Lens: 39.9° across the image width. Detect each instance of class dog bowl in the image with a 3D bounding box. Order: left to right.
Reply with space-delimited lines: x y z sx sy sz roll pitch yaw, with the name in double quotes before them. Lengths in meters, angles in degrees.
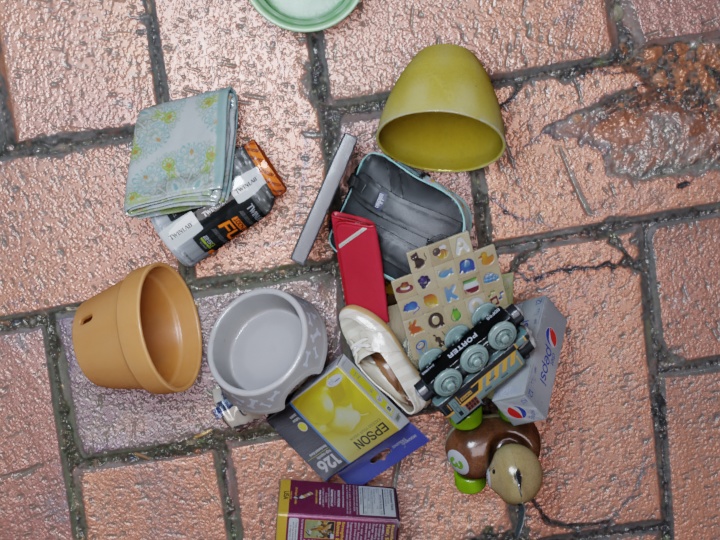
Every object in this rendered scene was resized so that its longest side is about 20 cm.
"dog bowl" -0.152 0.119 1.550 0.197 0.059 0.203 -10 62 19

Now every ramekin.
"ramekin" -0.086 -0.462 1.509 0.196 0.098 0.204 0 98 -3

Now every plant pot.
"plant pot" -0.351 0.100 1.538 0.138 0.200 0.203 -13 99 16
"plant pot" 0.128 -0.258 1.516 0.196 0.200 0.144 8 71 -4

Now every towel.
"towel" -0.271 -0.177 1.495 0.168 0.048 0.203 -8 61 18

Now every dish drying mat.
"dish drying mat" 0.000 0.000 1.497 0.076 0.018 0.202 13 136 22

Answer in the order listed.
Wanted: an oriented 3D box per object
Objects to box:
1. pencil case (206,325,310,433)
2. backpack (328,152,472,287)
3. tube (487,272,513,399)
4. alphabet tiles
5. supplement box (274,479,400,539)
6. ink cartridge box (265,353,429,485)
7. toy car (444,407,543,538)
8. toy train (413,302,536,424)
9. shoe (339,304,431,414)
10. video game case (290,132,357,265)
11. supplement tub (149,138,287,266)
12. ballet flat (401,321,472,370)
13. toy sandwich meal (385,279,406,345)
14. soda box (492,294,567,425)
"pencil case" -0.151 0.174 1.603 0.199 0.078 0.090 -38 112 3
"backpack" 0.073 -0.067 1.536 0.198 0.153 0.178 27 95 19
"tube" 0.225 0.108 1.625 0.051 0.058 0.204 -2 96 18
"alphabet tiles" 0.139 0.048 1.486 0.164 0.006 0.203 -20 112 -6
"supplement box" -0.041 0.427 1.618 0.196 0.103 0.133 5 111 -3
"ink cartridge box" -0.024 0.258 1.592 0.200 0.047 0.197 46 124 -5
"toy car" 0.222 0.317 1.556 0.155 0.201 0.167 -8 120 -2
"toy train" 0.173 0.138 1.482 0.199 0.085 0.114 -40 125 0
"shoe" 0.033 0.138 1.533 0.200 0.053 0.070 49 130 4
"video game case" -0.054 -0.114 1.516 0.025 0.181 0.202 24 96 -4
"supplement tub" -0.220 -0.108 1.539 0.199 0.123 0.123 -34 98 3
"ballet flat" 0.136 0.093 1.543 0.200 0.075 0.068 -45 122 -1
"toy sandwich meal" 0.101 0.084 1.606 0.201 0.070 0.209 0 98 -3
"soda box" 0.268 0.140 1.557 0.063 0.202 0.068 -19 127 39
